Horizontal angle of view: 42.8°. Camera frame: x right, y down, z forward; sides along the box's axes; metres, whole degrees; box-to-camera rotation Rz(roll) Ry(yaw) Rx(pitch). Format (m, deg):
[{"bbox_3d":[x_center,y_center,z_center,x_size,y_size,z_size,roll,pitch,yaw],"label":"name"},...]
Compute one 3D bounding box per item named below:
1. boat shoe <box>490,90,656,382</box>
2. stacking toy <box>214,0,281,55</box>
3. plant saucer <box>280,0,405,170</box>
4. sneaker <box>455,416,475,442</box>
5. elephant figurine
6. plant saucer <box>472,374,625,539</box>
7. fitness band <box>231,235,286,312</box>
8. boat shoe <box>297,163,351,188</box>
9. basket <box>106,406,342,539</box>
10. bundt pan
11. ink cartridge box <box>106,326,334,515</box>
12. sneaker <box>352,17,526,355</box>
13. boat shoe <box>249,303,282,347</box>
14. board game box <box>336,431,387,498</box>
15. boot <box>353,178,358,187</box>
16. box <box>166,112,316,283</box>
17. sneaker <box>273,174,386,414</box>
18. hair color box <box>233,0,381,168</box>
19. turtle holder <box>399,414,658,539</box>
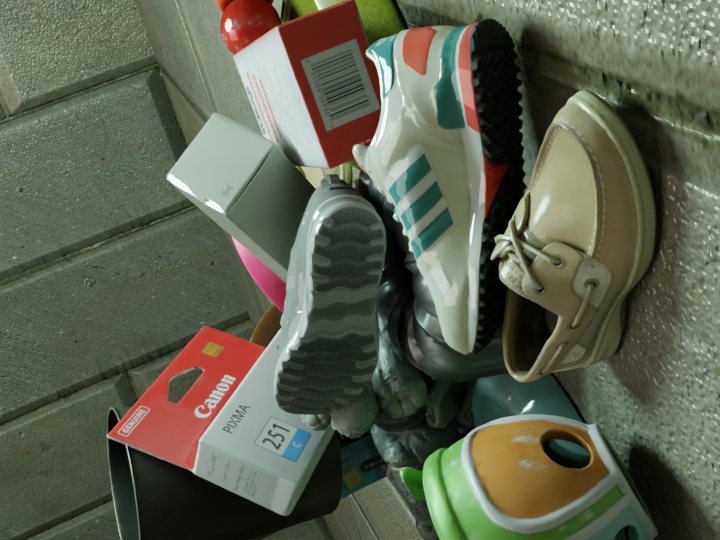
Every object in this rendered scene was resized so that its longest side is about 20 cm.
[{"bbox_3d":[0.108,-0.006,0.500,0.201,0.065,0.072,82,161,-51],"label":"boat shoe"},{"bbox_3d":[-0.113,-0.278,0.825,0.085,0.085,0.201,100,161,-69],"label":"stacking toy"},{"bbox_3d":[-0.017,-0.185,0.771,0.200,0.048,0.201,124,124,-76],"label":"plant saucer"},{"bbox_3d":[0.113,0.190,0.866,0.200,0.080,0.084,54,150,20],"label":"sneaker"},{"bbox_3d":[0.039,0.120,0.819,0.200,0.155,0.142,41,-175,-41],"label":"elephant figurine"},{"bbox_3d":[0.138,0.154,0.733,0.200,0.036,0.201,90,154,-62],"label":"plant saucer"},{"bbox_3d":[-0.065,0.003,0.970,0.200,0.037,0.144,45,-159,-38],"label":"fitness band"},{"bbox_3d":[-0.058,-0.128,0.904,0.072,0.064,0.201,108,150,-48],"label":"boat shoe"},{"bbox_3d":[-0.128,0.194,0.879,0.180,0.199,0.137,-132,42,-56],"label":"basket"},{"bbox_3d":[0.051,-0.010,0.677,0.202,0.075,0.203,164,90,-76],"label":"bundt pan"},{"bbox_3d":[-0.106,0.115,0.851,0.200,0.175,0.045,-57,-14,-58],"label":"ink cartridge box"},{"bbox_3d":[0.045,-0.049,0.556,0.093,0.070,0.201,9,115,32],"label":"sneaker"},{"bbox_3d":[-0.064,0.049,1.072,0.070,0.200,0.070,42,152,-2],"label":"boat shoe"},{"bbox_3d":[0.006,0.138,1.009,0.200,0.150,0.047,50,159,54],"label":"board game box"},{"bbox_3d":[0.000,0.000,0.898,0.200,0.107,0.075,56,162,39],"label":"boot"},{"bbox_3d":[-0.066,-0.041,0.770,0.082,0.069,0.200,30,171,34],"label":"box"},{"bbox_3d":[-0.022,0.023,0.690,0.082,0.074,0.201,-107,28,-54],"label":"sneaker"},{"bbox_3d":[-0.039,-0.135,0.698,0.102,0.061,0.200,69,167,-13],"label":"hair color box"},{"bbox_3d":[0.122,0.178,0.586,0.186,0.131,0.141,58,-170,-8],"label":"turtle holder"}]
